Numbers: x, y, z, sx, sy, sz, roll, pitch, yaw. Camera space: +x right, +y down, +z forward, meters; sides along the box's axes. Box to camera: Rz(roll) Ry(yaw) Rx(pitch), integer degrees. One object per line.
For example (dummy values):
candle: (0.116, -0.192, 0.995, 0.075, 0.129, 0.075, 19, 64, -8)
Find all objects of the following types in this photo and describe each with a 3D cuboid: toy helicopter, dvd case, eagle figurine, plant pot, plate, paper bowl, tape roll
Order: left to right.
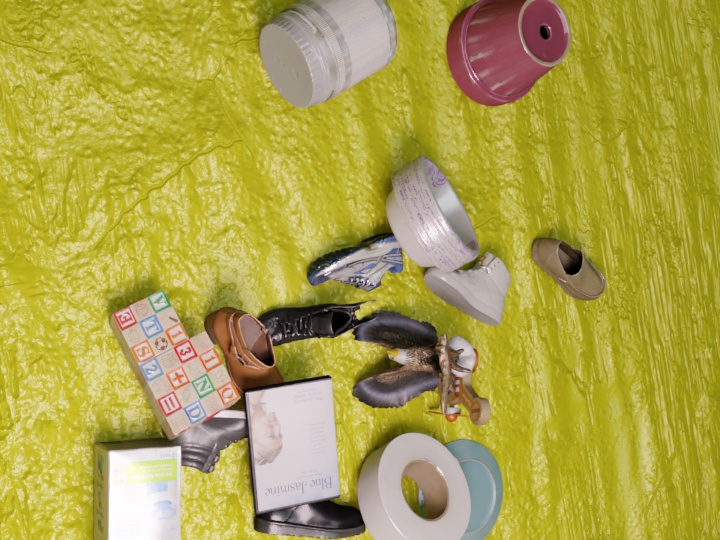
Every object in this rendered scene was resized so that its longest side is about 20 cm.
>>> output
dvd case: (-0.106, 0.273, 1.377, 0.140, 0.018, 0.205, -7, 102, -18)
eagle figurine: (0.082, 0.151, 1.503, 0.152, 0.198, 0.153, 52, 56, -24)
tape roll: (0.094, 0.387, 1.513, 0.199, 0.071, 0.206, 20, 51, -26)
paper bowl: (0.117, -0.090, 1.542, 0.201, 0.103, 0.202, 50, 23, -29)
toy helicopter: (0.176, 0.220, 1.546, 0.077, 0.200, 0.135, 12, 105, -19)
plate: (0.194, 0.419, 1.640, 0.197, 0.025, 0.205, 2, 87, -30)
plant pot: (0.287, -0.424, 1.647, 0.196, 0.178, 0.205, 2, 86, -29)

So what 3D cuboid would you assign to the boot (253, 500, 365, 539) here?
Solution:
boot: (-0.075, 0.355, 1.457, 0.207, 0.079, 0.162, 12, 82, -28)

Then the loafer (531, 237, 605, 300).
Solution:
loafer: (0.428, 0.000, 1.770, 0.198, 0.067, 0.077, 29, 74, -25)

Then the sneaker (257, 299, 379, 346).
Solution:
sneaker: (-0.075, 0.084, 1.455, 0.196, 0.104, 0.061, -11, 93, -30)

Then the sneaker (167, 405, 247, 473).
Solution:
sneaker: (-0.215, 0.267, 1.390, 0.196, 0.070, 0.102, 5, 87, -24)

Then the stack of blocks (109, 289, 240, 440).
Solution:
stack of blocks: (-0.281, 0.136, 1.327, 0.114, 0.059, 0.202, -27, 83, -27)

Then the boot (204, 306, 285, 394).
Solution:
boot: (-0.160, 0.143, 1.374, 0.074, 0.154, 0.201, -47, 109, -23)

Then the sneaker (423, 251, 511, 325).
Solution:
sneaker: (0.203, 0.009, 1.644, 0.199, 0.073, 0.118, 33, 70, -34)

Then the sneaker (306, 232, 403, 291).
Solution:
sneaker: (0.000, 0.000, 1.522, 0.197, 0.077, 0.087, -21, 102, -28)

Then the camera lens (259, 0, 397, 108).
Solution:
camera lens: (-0.049, -0.380, 1.461, 0.199, 0.159, 0.162, -35, 104, -26)

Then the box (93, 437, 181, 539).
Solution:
box: (-0.329, 0.358, 1.297, 0.110, 0.101, 0.205, 2, 87, -29)
